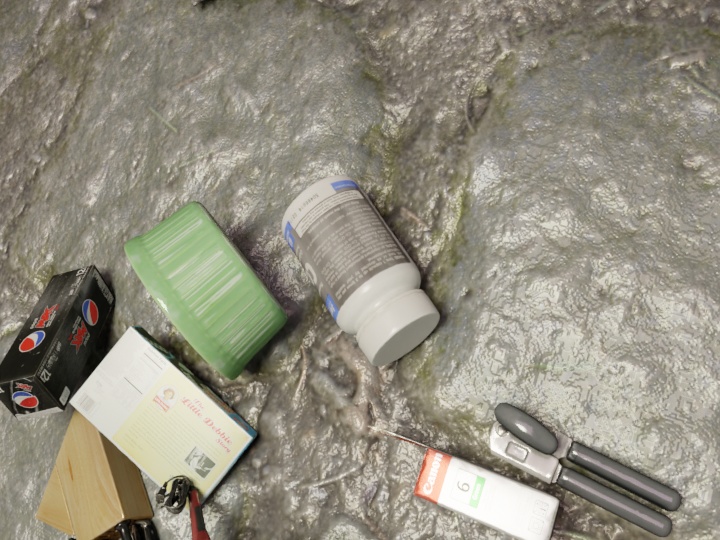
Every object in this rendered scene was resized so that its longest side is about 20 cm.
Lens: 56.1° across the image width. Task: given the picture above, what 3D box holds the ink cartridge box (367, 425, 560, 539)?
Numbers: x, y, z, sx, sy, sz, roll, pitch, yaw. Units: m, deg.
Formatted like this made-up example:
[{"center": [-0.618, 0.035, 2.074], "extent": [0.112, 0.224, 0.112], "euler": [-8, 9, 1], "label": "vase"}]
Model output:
[{"center": [0.100, 0.218, 0.688], "extent": [0.196, 0.109, 0.051], "euler": [16, 78, 21], "label": "ink cartridge box"}]

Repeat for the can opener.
[{"center": [0.221, 0.202, 0.684], "extent": [0.197, 0.067, 0.053], "euler": [25, 80, 17], "label": "can opener"}]

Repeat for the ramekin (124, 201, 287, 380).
[{"center": [-0.172, 0.017, 0.790], "extent": [0.097, 0.201, 0.201], "euler": [-39, 66, -6], "label": "ramekin"}]

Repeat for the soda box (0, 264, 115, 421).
[{"center": [-0.380, 0.085, 0.849], "extent": [0.069, 0.064, 0.202], "euler": [-13, 37, 12], "label": "soda box"}]

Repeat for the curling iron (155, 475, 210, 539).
[{"center": [-0.175, 0.292, 0.704], "extent": [0.048, 0.026, 0.200], "euler": [-5, 32, -26], "label": "curling iron"}]

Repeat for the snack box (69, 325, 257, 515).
[{"center": [-0.234, 0.176, 0.809], "extent": [0.199, 0.037, 0.117], "euler": [41, 88, 3], "label": "snack box"}]

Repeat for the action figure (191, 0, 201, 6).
[{"center": [-0.180, -0.448, 0.983], "extent": [0.190, 0.105, 0.202], "euler": [-27, 43, 13], "label": "action figure"}]

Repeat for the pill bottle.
[{"center": [0.000, 0.000, 0.783], "extent": [0.113, 0.114, 0.202], "euler": [-35, 67, 4], "label": "pill bottle"}]

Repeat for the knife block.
[{"center": [-0.292, 0.279, 0.816], "extent": [0.172, 0.064, 0.204], "euler": [13, 77, 19], "label": "knife block"}]
